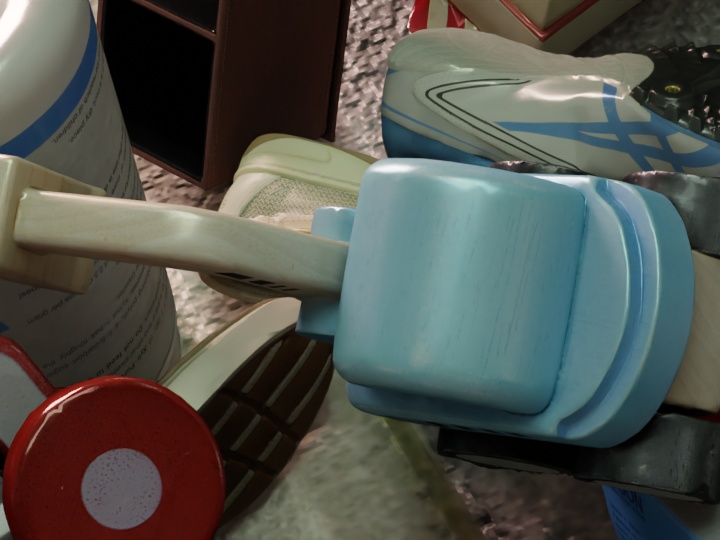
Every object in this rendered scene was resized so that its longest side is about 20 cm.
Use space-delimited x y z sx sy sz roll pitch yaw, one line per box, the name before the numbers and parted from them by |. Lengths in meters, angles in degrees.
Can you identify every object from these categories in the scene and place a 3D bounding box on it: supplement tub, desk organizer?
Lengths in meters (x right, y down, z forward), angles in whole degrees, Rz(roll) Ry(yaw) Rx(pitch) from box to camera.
supplement tub | -0.143 -0.024 0.949 0.131 0.200 0.132 -6 47 6
desk organizer | -0.049 -0.139 1.023 0.072 0.201 0.077 28 36 30

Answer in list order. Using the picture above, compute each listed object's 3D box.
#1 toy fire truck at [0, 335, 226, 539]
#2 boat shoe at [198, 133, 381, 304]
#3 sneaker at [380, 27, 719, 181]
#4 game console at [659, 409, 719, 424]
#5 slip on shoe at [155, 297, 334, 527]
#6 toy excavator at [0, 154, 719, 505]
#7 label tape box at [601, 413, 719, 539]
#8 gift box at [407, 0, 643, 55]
toy fire truck | -0.099 0.130 0.823 0.168 0.112 0.200 -41 98 -16
boat shoe | 0.033 0.004 0.983 0.199 0.072 0.065 15 62 25
sneaker | 0.092 -0.047 0.992 0.200 0.073 0.072 11 26 40
game console | 0.201 0.003 0.880 0.200 0.031 0.177 -33 28 -26
slip on shoe | -0.090 0.077 0.938 0.060 0.076 0.200 30 67 31
toy excavator | 0.000 0.000 0.834 0.194 0.200 0.100 4 80 49
label tape box | 0.197 0.066 0.868 0.199 0.066 0.143 -27 29 -11
gift box | 0.085 -0.192 1.071 0.184 0.187 0.200 -32 70 -20
